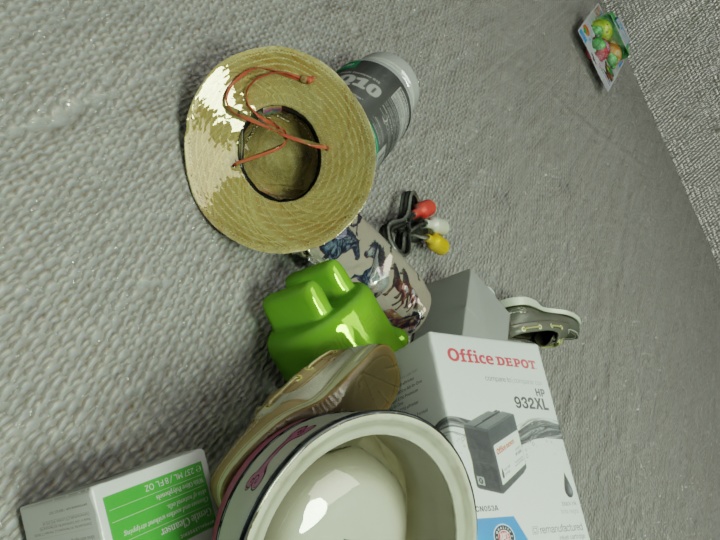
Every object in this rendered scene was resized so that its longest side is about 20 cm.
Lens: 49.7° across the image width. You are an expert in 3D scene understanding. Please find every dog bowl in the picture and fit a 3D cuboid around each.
[{"bbox_3d":[-0.014,0.191,0.542,0.199,0.073,0.203,-3,95,-36],"label":"dog bowl"}]

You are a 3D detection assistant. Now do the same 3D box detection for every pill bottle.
[{"bbox_3d":[-0.004,-0.180,0.917,0.114,0.112,0.200,57,35,-18],"label":"pill bottle"}]

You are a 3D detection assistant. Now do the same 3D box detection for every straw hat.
[{"bbox_3d":[-0.082,-0.116,0.791,0.085,0.199,0.203,165,-97,-83],"label":"straw hat"}]

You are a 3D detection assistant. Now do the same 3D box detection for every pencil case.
[{"bbox_3d":[0.000,0.000,0.860,0.200,0.077,0.090,44,59,-33],"label":"pencil case"}]

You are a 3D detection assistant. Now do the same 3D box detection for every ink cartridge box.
[{"bbox_3d":[0.105,0.164,0.673,0.144,0.084,0.202,10,58,-36],"label":"ink cartridge box"}]

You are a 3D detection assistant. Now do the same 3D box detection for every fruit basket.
[{"bbox_3d":[0.653,-0.600,2.076,0.186,0.093,0.200,57,39,-18],"label":"fruit basket"}]

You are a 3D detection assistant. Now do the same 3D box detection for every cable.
[{"bbox_3d":[0.069,-0.062,0.988,0.200,0.050,0.098,-9,79,-71],"label":"cable"}]

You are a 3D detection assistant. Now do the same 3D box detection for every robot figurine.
[{"bbox_3d":[-0.013,0.093,0.757,0.201,0.115,0.176,60,37,-14],"label":"robot figurine"}]

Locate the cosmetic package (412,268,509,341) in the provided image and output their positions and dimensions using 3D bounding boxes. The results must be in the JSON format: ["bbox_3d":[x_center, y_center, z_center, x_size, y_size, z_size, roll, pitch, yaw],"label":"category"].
[{"bbox_3d":[0.123,0.109,0.971,0.107,0.090,0.201,47,37,-29],"label":"cosmetic package"}]

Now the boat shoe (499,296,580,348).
[{"bbox_3d":[0.282,0.091,1.217,0.201,0.072,0.061,17,61,-43],"label":"boat shoe"}]

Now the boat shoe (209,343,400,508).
[{"bbox_3d":[-0.047,0.125,0.615,0.199,0.066,0.075,-33,114,-43],"label":"boat shoe"}]

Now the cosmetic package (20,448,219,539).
[{"bbox_3d":[-0.144,0.238,0.529,0.107,0.084,0.202,-8,78,-59],"label":"cosmetic package"}]
